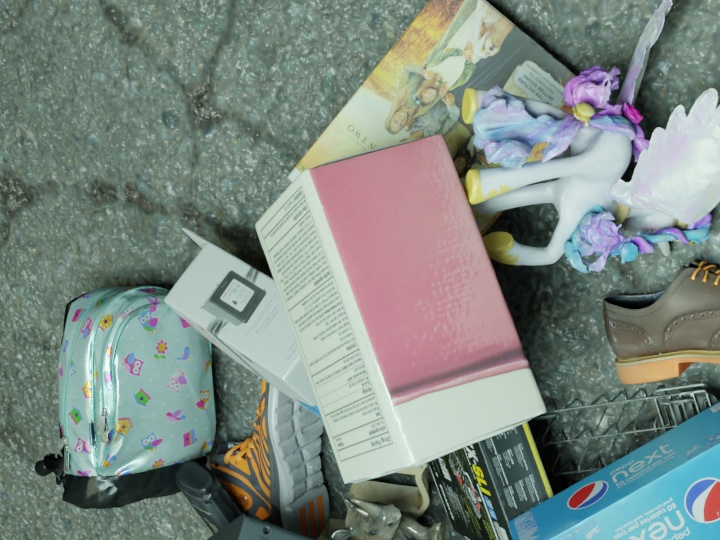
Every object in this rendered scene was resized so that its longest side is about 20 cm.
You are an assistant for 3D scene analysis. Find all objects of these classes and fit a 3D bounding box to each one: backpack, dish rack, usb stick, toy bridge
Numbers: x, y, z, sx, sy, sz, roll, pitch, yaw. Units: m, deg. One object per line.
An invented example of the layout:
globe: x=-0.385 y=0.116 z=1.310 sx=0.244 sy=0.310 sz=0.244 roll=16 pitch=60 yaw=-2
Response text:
backpack: x=-0.211 y=0.113 z=1.169 sx=0.126 sy=0.166 sz=0.202 roll=4 pitch=97 yaw=40
dish rack: x=0.216 y=0.159 z=0.988 sx=0.199 sy=0.055 sz=0.154 roll=-12 pitch=105 yaw=33
usb stick: x=-0.122 y=0.251 z=1.190 sx=0.055 sy=0.033 sz=0.201 roll=28 pitch=154 yaw=39
toy bridge: x=0.024 y=0.207 z=1.112 sx=0.067 sy=0.027 sz=0.200 roll=9 pitch=144 yaw=-14

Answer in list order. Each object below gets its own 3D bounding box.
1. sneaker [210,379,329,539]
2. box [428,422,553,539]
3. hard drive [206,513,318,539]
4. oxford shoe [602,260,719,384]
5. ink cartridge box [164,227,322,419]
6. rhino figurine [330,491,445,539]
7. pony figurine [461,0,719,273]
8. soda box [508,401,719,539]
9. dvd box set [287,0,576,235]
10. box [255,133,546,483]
sneaker: x=-0.094 y=0.158 z=1.161 sx=0.111 sy=0.077 sz=0.202 roll=10 pitch=107 yaw=37
box: x=0.090 y=0.134 z=1.001 sx=0.201 sy=0.049 sz=0.160 roll=69 pitch=163 yaw=-9
hard drive: x=-0.033 y=0.269 z=1.064 sx=0.199 sy=0.033 sz=0.140 roll=22 pitch=150 yaw=-14
oxford shoe: x=0.263 y=0.026 z=0.893 sx=0.199 sy=0.071 sz=0.073 roll=-20 pitch=94 yaw=36
ink cartridge box: x=-0.084 y=0.049 z=1.050 sx=0.199 sy=0.067 sz=0.116 roll=28 pitch=167 yaw=39
rhino figurine: x=0.031 y=0.241 z=1.081 sx=0.087 sy=0.060 sz=0.200 roll=3 pitch=150 yaw=28
pony figurine: x=0.166 y=-0.078 z=0.845 sx=0.198 sy=0.167 sz=0.194 roll=0 pitch=136 yaw=-10
soda box: x=0.211 y=0.173 z=0.894 sx=0.199 sy=0.064 sz=0.068 roll=-31 pitch=101 yaw=6
dvd box set: x=0.060 y=-0.100 z=0.933 sx=0.146 sy=0.029 sz=0.200 roll=42 pitch=98 yaw=10
box: x=0.022 y=0.029 z=0.838 sx=0.128 sy=0.108 sz=0.201 roll=-35 pitch=73 yaw=65
